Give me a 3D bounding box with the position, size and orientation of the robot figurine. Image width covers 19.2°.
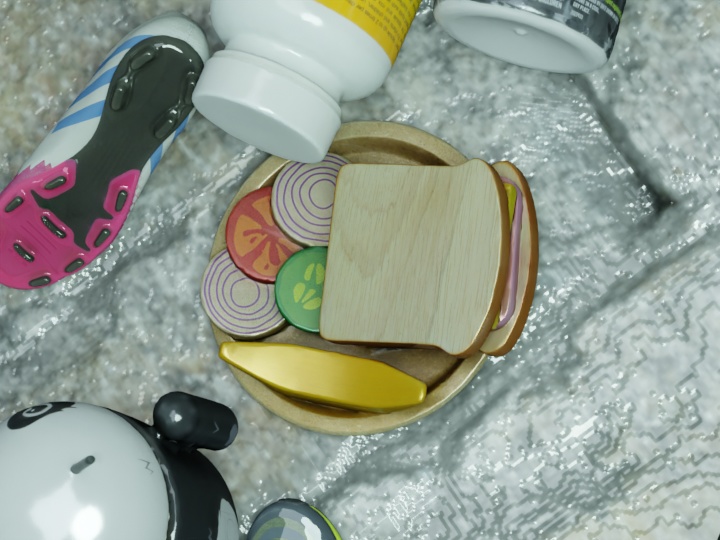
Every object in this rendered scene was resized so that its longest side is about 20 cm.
[{"bbox_3d":[-0.140,0.137,1.147,0.124,0.200,0.151,5,79,18],"label":"robot figurine"}]

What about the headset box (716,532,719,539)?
[{"bbox_3d":[0.248,0.213,1.038,0.199,0.077,0.150,28,84,-25],"label":"headset box"}]

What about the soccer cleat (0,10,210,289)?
[{"bbox_3d":[-0.154,-0.072,1.281,0.070,0.086,0.200,37,111,-15],"label":"soccer cleat"}]

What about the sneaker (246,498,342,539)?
[{"bbox_3d":[-0.049,0.224,1.164,0.073,0.081,0.202,2,77,16],"label":"sneaker"}]

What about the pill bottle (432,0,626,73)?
[{"bbox_3d":[0.117,-0.222,1.211,0.106,0.106,0.201,14,81,19],"label":"pill bottle"}]

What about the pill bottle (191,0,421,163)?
[{"bbox_3d":[-0.019,-0.169,1.224,0.112,0.113,0.201,20,78,19],"label":"pill bottle"}]

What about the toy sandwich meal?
[{"bbox_3d":[0.000,0.000,1.209,0.204,0.070,0.207,-4,76,15],"label":"toy sandwich meal"}]
